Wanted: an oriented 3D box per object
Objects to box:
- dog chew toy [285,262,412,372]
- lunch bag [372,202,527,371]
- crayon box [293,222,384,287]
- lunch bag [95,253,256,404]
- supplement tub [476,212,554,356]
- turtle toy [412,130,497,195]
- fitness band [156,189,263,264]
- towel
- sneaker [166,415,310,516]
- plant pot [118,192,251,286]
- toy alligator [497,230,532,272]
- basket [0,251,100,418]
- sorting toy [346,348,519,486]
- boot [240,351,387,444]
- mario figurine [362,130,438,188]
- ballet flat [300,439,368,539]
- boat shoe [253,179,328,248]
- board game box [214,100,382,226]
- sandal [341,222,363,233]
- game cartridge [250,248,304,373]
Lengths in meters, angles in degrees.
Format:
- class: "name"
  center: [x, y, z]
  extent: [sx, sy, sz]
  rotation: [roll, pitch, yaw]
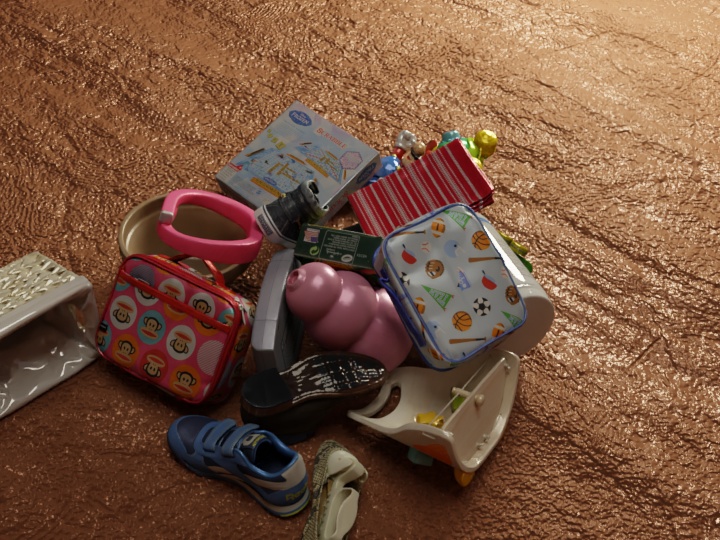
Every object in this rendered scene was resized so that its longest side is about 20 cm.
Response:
- class: "dog chew toy"
  center: [-0.019, 0.058, 1.306]
  extent: [0.200, 0.124, 0.125]
  rotation: [37, 27, -34]
- class: "lunch bag"
  center: [0.109, 0.020, 1.263]
  extent: [0.159, 0.076, 0.201]
  rotation: [-27, 81, -18]
- class: "crayon box"
  center: [0.000, 0.000, 1.396]
  extent: [0.126, 0.200, 0.051]
  rotation: [11, 75, 23]
- class: "lunch bag"
  center: [-0.235, 0.064, 1.281]
  extent: [0.199, 0.177, 0.082]
  rotation: [24, 5, 20]
- class: "supplement tub"
  center: [0.177, 0.020, 1.421]
  extent: [0.131, 0.133, 0.200]
  rotation: [-12, 44, -20]
- class: "turtle toy"
  center: [0.134, -0.141, 1.551]
  extent: [0.100, 0.146, 0.200]
  rotation: [26, 48, 9]
- class: "fitness band"
  center: [-0.203, -0.063, 1.341]
  extent: [0.142, 0.038, 0.200]
  rotation: [15, 19, -9]
- class: "towel"
  center: [0.088, -0.110, 1.457]
  extent: [0.199, 0.023, 0.145]
  rotation: [-27, 49, 3]
- class: "sneaker"
  center: [-0.147, 0.218, 1.190]
  extent: [0.199, 0.083, 0.074]
  rotation: [21, 45, 18]
- class: "plant pot"
  center: [-0.252, -0.020, 1.436]
  extent: [0.199, 0.093, 0.202]
  rotation: [5, 40, -4]
- class: "toy alligator"
  center: [0.218, -0.028, 1.545]
  extent: [0.054, 0.060, 0.200]
  rotation: [24, 10, -35]
- class: "basket"
  center: [-0.453, 0.082, 1.262]
  extent: [0.123, 0.136, 0.200]
  rotation: [31, 46, 28]
- class: "sorting toy"
  center: [0.085, 0.179, 1.261]
  extent: [0.179, 0.108, 0.200]
  rotation: [12, 31, 30]
- class: "boot"
  center: [-0.064, 0.165, 1.259]
  extent: [0.198, 0.097, 0.075]
  rotation: [-8, 48, -24]
- class: "mario figurine"
  center: [0.059, -0.182, 1.648]
  extent: [0.198, 0.106, 0.125]
  rotation: [-12, 80, -9]
- class: "ballet flat"
  center: [-0.025, 0.269, 1.152]
  extent: [0.068, 0.075, 0.201]
  rotation: [31, 38, -15]
- class: "boat shoe"
  center: [-0.086, -0.081, 1.417]
  extent: [0.090, 0.071, 0.200]
  rotation: [-29, 1, 7]
- class: "board game box"
  center: [-0.102, -0.162, 1.605]
  extent: [0.200, 0.041, 0.200]
  rotation: [36, 71, 29]
- class: "sandal"
  center: [0.004, -0.041, 1.540]
  extent: [0.198, 0.045, 0.075]
  rotation: [-13, 39, -3]
- class: "game cartridge"
  center: [-0.108, 0.070, 1.322]
  extent: [0.040, 0.134, 0.201]
  rotation: [2, 40, 6]
